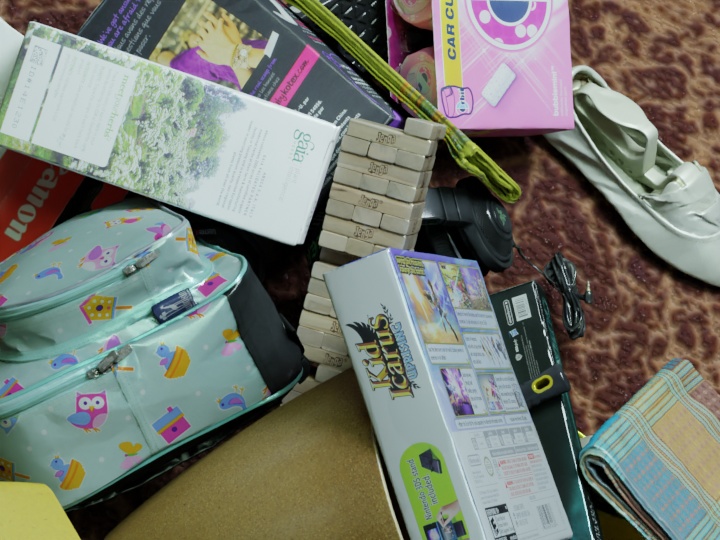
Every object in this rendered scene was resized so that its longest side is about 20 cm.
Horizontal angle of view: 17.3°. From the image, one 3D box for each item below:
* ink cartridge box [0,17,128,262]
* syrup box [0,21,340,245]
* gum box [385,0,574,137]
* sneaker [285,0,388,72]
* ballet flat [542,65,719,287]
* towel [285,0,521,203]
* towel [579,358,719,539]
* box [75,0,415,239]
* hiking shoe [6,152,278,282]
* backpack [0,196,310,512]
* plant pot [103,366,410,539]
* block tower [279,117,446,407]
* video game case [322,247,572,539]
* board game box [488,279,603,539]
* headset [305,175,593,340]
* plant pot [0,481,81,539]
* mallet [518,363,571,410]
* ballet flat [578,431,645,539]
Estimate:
[{"bbox_3d":[-0.249,-0.077,1.499,0.200,0.050,0.162,32,86,16],"label":"ink cartridge box"},{"bbox_3d":[-0.118,-0.083,1.455,0.200,0.081,0.079,19,92,-4],"label":"syrup box"},{"bbox_3d":[0.081,-0.194,1.652,0.113,0.066,0.200,-3,89,-31],"label":"gum box"},{"bbox_3d":[-0.004,-0.198,1.704,0.200,0.072,0.083,-33,41,-26],"label":"sneaker"},{"bbox_3d":[0.204,-0.069,1.680,0.200,0.069,0.069,44,58,10],"label":"ballet flat"},{"bbox_3d":[0.026,-0.117,1.564,0.018,0.086,0.200,-47,58,3],"label":"towel"},{"bbox_3d":[0.224,0.136,1.534,0.147,0.022,0.200,46,30,6],"label":"towel"},{"bbox_3d":[-0.072,-0.122,1.571,0.200,0.122,0.106,42,98,10],"label":"box"},{"bbox_3d":[-0.154,-0.024,1.537,0.200,0.076,0.101,19,54,-7],"label":"hiking shoe"},{"bbox_3d":[-0.156,0.053,1.418,0.200,0.176,0.153,-37,110,-9],"label":"backpack"},{"bbox_3d":[-0.045,0.166,1.389,0.200,0.186,0.187,-19,62,14],"label":"plant pot"},{"bbox_3d":[0.000,0.000,1.469,0.058,0.054,0.200,16,96,8],"label":"block tower"},{"bbox_3d":[0.054,0.082,1.372,0.045,0.200,0.181,-20,82,16],"label":"video game case"},{"bbox_3d":[0.073,0.118,1.507,0.135,0.028,0.200,-18,64,15],"label":"board game box"},{"bbox_3d":[0.061,0.001,1.567,0.200,0.124,0.094,4,60,-33],"label":"headset"},{"bbox_3d":[-0.233,0.228,1.309,0.176,0.200,0.200,-19,68,-36],"label":"plant pot"},{"bbox_3d":[0.043,0.121,1.484,0.200,0.041,0.066,-22,66,8],"label":"mallet"},{"bbox_3d":[0.127,0.118,1.547,0.200,0.067,0.067,34,55,4],"label":"ballet flat"}]
